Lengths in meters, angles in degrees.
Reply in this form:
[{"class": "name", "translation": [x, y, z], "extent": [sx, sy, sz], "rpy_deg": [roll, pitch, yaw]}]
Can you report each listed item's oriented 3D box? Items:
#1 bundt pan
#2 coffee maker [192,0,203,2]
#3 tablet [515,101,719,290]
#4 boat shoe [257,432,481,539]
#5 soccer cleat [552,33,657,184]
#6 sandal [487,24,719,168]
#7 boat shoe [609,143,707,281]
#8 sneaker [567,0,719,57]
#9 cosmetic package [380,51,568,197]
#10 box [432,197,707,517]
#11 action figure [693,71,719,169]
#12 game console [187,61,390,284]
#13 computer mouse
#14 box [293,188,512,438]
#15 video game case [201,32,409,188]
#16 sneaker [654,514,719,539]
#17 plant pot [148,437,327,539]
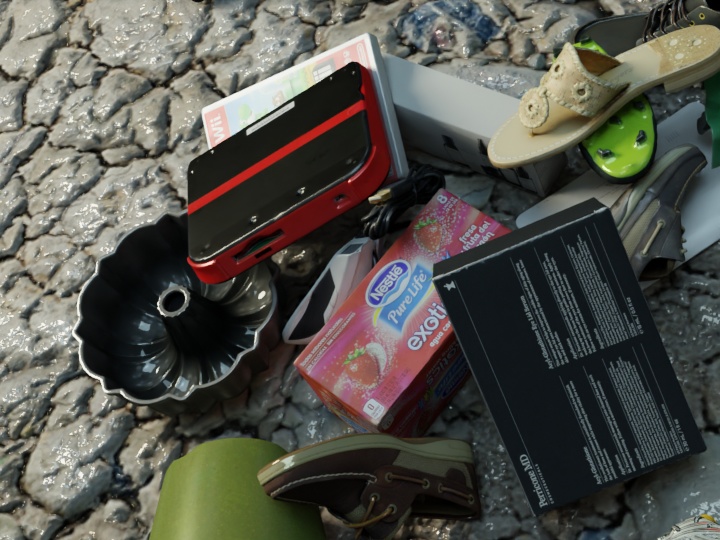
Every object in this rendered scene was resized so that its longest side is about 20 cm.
[{"class": "bundt pan", "translation": [-0.154, 0.044, 1.194], "extent": [0.202, 0.076, 0.202], "rpy_deg": [-10, 58, 16]}, {"class": "coffee maker", "translation": [-0.217, -0.411, 1.474], "extent": [0.200, 0.135, 0.192], "rpy_deg": [27, 50, 30]}, {"class": "tablet", "translation": [0.249, -0.055, 1.140], "extent": [0.200, 0.014, 0.130], "rpy_deg": [-34, 55, 0]}, {"class": "boat shoe", "translation": [0.015, 0.170, 1.003], "extent": [0.072, 0.200, 0.072], "rpy_deg": [-37, 58, 40]}, {"class": "soccer cleat", "translation": [0.216, -0.128, 1.133], "extent": [0.067, 0.081, 0.200], "rpy_deg": [-23, 38, 10]}, {"class": "sandal", "translation": [0.189, -0.162, 1.065], "extent": [0.212, 0.070, 0.078], "rpy_deg": [-24, 40, 7]}, {"class": "boat shoe", "translation": [0.229, -0.022, 1.087], "extent": [0.073, 0.075, 0.200], "rpy_deg": [42, 72, 5]}, {"class": "sneaker", "translation": [0.276, -0.222, 1.171], "extent": [0.200, 0.106, 0.075], "rpy_deg": [5, 63, 23]}, {"class": "cosmetic package", "translation": [0.087, -0.137, 1.208], "extent": [0.200, 0.083, 0.051], "rpy_deg": [25, 72, 31]}, {"class": "box", "translation": [0.156, 0.064, 0.999], "extent": [0.141, 0.079, 0.200], "rpy_deg": [-23, 97, 4]}, {"class": "action figure", "translation": [0.385, -0.154, 1.107], "extent": [0.200, 0.055, 0.118], "rpy_deg": [-5, 94, -1]}, {"class": "game console", "translation": [-0.069, -0.086, 1.151], "extent": [0.200, 0.031, 0.177], "rpy_deg": [-29, 36, 16]}, {"class": "computer mouse", "translation": [0.000, 0.000, 1.131], "extent": [0.044, 0.110, 0.200], "rpy_deg": [39, 123, 8]}, {"class": "box", "translation": [0.050, 0.046, 1.098], "extent": [0.095, 0.100, 0.200], "rpy_deg": [34, 77, 26]}, {"class": "video game case", "translation": [-0.056, -0.121, 1.230], "extent": [0.200, 0.017, 0.143], "rpy_deg": [-20, 76, 29]}, {"class": "sneaker", "translation": [0.231, 0.223, 0.951], "extent": [0.200, 0.078, 0.082], "rpy_deg": [-3, 55, 8]}, {"class": "plant pot", "translation": [-0.095, 0.238, 1.007], "extent": [0.200, 0.200, 0.190], "rpy_deg": [-17, 45, 11]}]
